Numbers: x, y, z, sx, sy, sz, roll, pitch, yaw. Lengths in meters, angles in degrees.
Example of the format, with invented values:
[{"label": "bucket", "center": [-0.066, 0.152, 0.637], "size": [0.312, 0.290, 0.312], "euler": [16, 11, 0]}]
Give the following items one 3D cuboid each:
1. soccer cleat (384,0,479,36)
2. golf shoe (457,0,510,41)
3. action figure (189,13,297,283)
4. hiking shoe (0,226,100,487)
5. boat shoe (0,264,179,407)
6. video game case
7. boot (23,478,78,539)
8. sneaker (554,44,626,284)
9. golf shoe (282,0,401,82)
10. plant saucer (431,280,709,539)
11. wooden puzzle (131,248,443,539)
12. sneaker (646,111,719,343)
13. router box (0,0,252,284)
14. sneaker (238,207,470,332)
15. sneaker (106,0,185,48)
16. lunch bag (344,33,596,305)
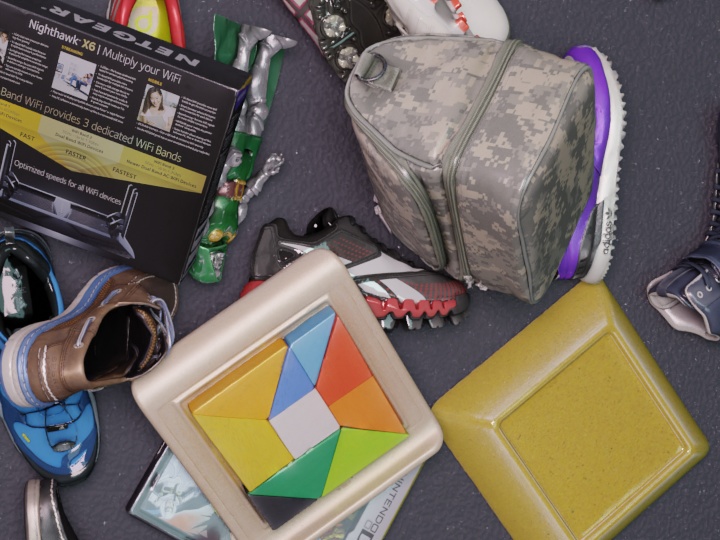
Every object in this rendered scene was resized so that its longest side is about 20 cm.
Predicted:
[{"label": "soccer cleat", "center": [0.061, -0.168, 1.071], "size": [0.077, 0.070, 0.200], "euler": [-34, 146, 16]}, {"label": "golf shoe", "center": [0.047, -0.241, 1.104], "size": [0.199, 0.088, 0.077], "euler": [37, 79, -15]}, {"label": "action figure", "center": [-0.099, -0.088, 1.065], "size": [0.054, 0.118, 0.202], "euler": [17, 96, 26]}, {"label": "hiking shoe", "center": [-0.245, 0.069, 1.019], "size": [0.074, 0.087, 0.202], "euler": [-17, 95, -9]}, {"label": "boat shoe", "center": [-0.175, 0.049, 0.994], "size": [0.072, 0.200, 0.073], "euler": [-2, 110, 23]}, {"label": "video game case", "center": [-0.059, 0.161, 1.111], "size": [0.199, 0.025, 0.182], "euler": [32, 82, -15]}, {"label": "boot", "center": [-0.167, 0.236, 1.042], "size": [0.149, 0.073, 0.202], "euler": [-15, 101, -7]}, {"label": "sneaker", "center": [0.162, -0.091, 1.149], "size": [0.099, 0.070, 0.202], "euler": [2, 90, -14]}, {"label": "golf shoe", "center": [-0.030, -0.227, 1.080], "size": [0.077, 0.088, 0.200], "euler": [-41, 126, -6]}, {"label": "plant saucer", "center": [0.191, 0.140, 1.174], "size": [0.200, 0.048, 0.201], "euler": [-38, 102, -13]}, {"label": "wooden puzzle", "center": [-0.049, 0.111, 1.049], "size": [0.184, 0.037, 0.201], "euler": [-34, 115, -6]}, {"label": "sneaker", "center": [0.311, -0.037, 1.190], "size": [0.145, 0.077, 0.204], "euler": [-19, 97, -18]}, {"label": "router box", "center": [-0.196, -0.099, 0.994], "size": [0.198, 0.052, 0.158], "euler": [21, 113, -1]}, {"label": "sneaker", "center": [0.000, 0.000, 1.101], "size": [0.199, 0.071, 0.099], "euler": [5, 81, -22]}, {"label": "sneaker", "center": [-0.167, -0.133, 1.042], "size": [0.076, 0.085, 0.202], "euler": [-3, 92, -16]}, {"label": "lunch bag", "center": [0.078, -0.082, 1.034], "size": [0.167, 0.200, 0.140], "euler": [23, 72, 20]}]
